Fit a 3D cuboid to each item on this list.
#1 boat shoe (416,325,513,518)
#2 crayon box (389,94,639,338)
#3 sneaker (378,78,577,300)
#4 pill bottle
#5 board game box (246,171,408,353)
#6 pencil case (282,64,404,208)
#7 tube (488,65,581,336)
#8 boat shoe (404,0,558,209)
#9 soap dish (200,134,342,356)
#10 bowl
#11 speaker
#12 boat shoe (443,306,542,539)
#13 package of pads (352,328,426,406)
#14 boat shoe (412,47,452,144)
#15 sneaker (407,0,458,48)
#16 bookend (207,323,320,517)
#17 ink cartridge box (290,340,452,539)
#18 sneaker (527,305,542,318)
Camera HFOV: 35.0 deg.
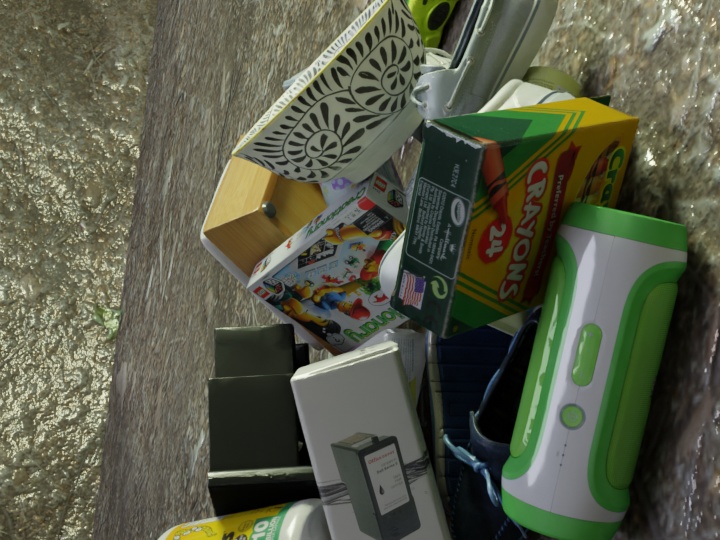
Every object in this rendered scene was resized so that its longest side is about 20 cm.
[{"bbox_3d":[0.075,0.097,0.916,0.072,0.071,0.202,145,131,-68],"label":"boat shoe"},{"bbox_3d":[0.113,-0.042,0.745,0.051,0.199,0.128,29,121,36],"label":"crayon box"},{"bbox_3d":[0.074,-0.055,0.794,0.071,0.200,0.073,30,154,36],"label":"sneaker"},{"bbox_3d":[-0.108,0.260,0.944,0.198,0.113,0.114,-16,58,26],"label":"pill bottle"},{"bbox_3d":[0.000,0.000,1.032,0.200,0.126,0.035,-35,28,46],"label":"board game box"},{"bbox_3d":[-0.006,-0.107,1.102,0.090,0.083,0.202,-5,109,56],"label":"pencil case"},{"bbox_3d":[0.113,-0.055,0.847,0.058,0.052,0.202,7,68,33],"label":"tube"},{"bbox_3d":[0.075,-0.138,0.870,0.202,0.071,0.070,-62,10,3],"label":"boat shoe"},{"bbox_3d":[-0.060,-0.032,1.162,0.081,0.200,0.158,-29,30,32],"label":"soap dish"},{"bbox_3d":[-0.007,-0.137,0.958,0.201,0.094,0.201,-43,12,11],"label":"bowl"},{"bbox_3d":[0.146,0.063,0.719,0.088,0.088,0.202,-154,76,-70],"label":"speaker"},{"bbox_3d":[0.099,0.112,0.808,0.084,0.068,0.202,24,106,38],"label":"boat shoe"},{"bbox_3d":[0.014,0.148,1.066,0.200,0.067,0.156,142,134,-61],"label":"package of pads"},{"bbox_3d":[0.072,-0.170,1.055,0.202,0.085,0.075,-131,31,-62],"label":"boat shoe"},{"bbox_3d":[0.051,-0.267,1.178,0.201,0.073,0.084,-55,32,31],"label":"sneaker"},{"bbox_3d":[-0.087,0.124,1.028,0.199,0.091,0.202,94,172,-63],"label":"bookend"},{"bbox_3d":[0.013,0.161,0.857,0.146,0.083,0.202,124,131,-87],"label":"ink cartridge box"},{"bbox_3d":[0.097,-0.046,0.900,0.079,0.089,0.202,123,151,-46],"label":"sneaker"}]
